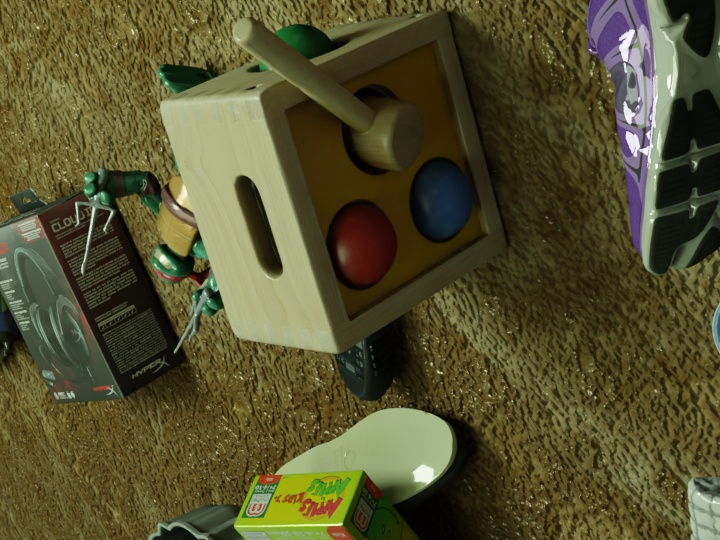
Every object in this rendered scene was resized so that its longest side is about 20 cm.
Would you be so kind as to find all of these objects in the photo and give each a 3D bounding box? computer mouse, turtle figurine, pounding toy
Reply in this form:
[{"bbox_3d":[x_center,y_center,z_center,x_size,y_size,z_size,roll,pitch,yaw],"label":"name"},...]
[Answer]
[{"bbox_3d":[0.000,0.000,0.944,0.059,0.034,0.201,33,133,56],"label":"computer mouse"},{"bbox_3d":[-0.138,-0.047,1.011,0.149,0.101,0.201,30,121,13],"label":"turtle figurine"},{"bbox_3d":[-0.014,-0.070,0.777,0.142,0.184,0.201,4,117,48],"label":"pounding toy"}]

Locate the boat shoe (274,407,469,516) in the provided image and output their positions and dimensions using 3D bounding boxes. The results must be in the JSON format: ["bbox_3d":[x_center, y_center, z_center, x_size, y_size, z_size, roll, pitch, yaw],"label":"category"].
[{"bbox_3d":[0.013,0.158,1.009,0.201,0.063,0.074,-29,49,42],"label":"boat shoe"}]

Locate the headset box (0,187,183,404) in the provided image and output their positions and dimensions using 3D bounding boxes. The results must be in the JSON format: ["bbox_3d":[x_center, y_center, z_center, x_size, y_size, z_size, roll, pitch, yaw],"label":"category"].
[{"bbox_3d":[-0.265,0.017,1.222,0.148,0.077,0.201,-9,108,52],"label":"headset box"}]

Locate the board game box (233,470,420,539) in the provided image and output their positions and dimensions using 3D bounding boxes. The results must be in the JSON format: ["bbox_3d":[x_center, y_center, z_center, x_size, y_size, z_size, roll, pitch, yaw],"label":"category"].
[{"bbox_3d":[0.005,0.229,0.992,0.101,0.048,0.200,-9,132,35],"label":"board game box"}]

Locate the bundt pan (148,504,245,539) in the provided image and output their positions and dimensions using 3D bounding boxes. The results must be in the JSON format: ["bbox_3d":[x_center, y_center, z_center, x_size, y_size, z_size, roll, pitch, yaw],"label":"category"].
[{"bbox_3d":[-0.107,0.303,1.230,0.201,0.076,0.203,29,133,36],"label":"bundt pan"}]

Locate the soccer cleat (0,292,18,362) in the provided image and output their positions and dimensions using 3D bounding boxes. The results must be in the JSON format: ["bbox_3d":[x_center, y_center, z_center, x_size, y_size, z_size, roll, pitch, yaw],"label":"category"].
[{"bbox_3d":[-0.423,0.065,1.469,0.200,0.064,0.084,-26,64,58],"label":"soccer cleat"}]

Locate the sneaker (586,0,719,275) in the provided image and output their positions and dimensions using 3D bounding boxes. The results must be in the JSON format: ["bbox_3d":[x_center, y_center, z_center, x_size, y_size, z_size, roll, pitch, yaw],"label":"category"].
[{"bbox_3d":[0.156,-0.098,0.671,0.083,0.080,0.201,28,128,58],"label":"sneaker"}]

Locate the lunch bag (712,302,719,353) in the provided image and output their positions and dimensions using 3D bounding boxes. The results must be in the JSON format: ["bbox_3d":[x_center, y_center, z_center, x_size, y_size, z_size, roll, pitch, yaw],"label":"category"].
[{"bbox_3d":[0.271,0.032,0.583,0.200,0.075,0.161,42,116,20],"label":"lunch bag"}]

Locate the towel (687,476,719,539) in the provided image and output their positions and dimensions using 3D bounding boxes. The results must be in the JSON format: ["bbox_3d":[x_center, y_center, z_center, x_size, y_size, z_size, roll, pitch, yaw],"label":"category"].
[{"bbox_3d":[0.278,0.185,0.696,0.199,0.085,0.167,14,126,42],"label":"towel"}]
